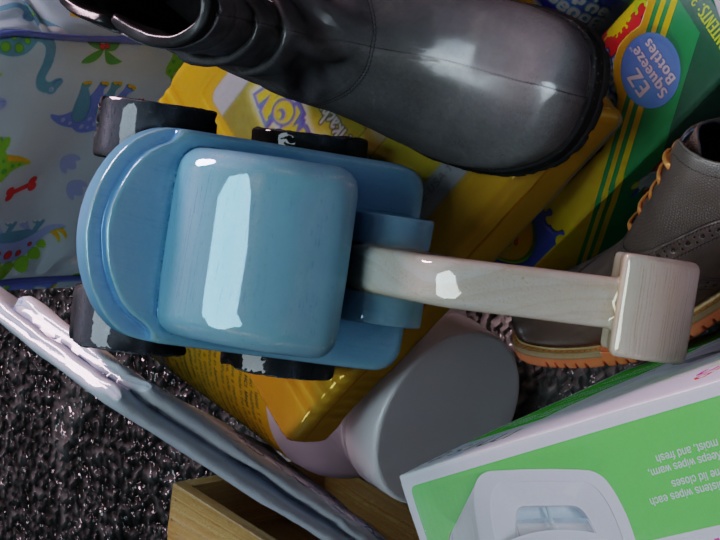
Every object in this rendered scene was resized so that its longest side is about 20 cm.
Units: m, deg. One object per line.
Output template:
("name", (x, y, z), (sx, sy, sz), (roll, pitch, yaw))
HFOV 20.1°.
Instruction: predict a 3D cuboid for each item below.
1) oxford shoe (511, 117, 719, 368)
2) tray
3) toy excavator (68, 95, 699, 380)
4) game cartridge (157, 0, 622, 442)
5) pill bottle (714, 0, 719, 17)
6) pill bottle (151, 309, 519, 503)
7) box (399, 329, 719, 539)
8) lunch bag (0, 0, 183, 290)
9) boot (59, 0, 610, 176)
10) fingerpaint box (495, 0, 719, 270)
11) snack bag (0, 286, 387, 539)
("oxford shoe", (0.132, -0.021, 0.786), (0.200, 0.071, 0.073), (-26, 105, 34))
("tray", (0.008, 0.143, 0.940), (0.200, 0.099, 0.037), (26, 113, 45))
("toy excavator", (0.000, 0.000, 0.749), (0.200, 0.194, 0.100), (-163, 82, -70))
("game cartridge", (-0.006, -0.057, 0.855), (0.200, 0.032, 0.176), (-48, 58, 25))
("pill bottle", (0.211, -0.116, 0.602), (0.200, 0.116, 0.116), (-16, 80, 32))
("pill bottle", (-0.022, 0.028, 0.958), (0.200, 0.112, 0.113), (32, 116, 43))
("box", (0.148, 0.070, 0.707), (0.200, 0.176, 0.097), (-22, 87, 48))
("lunch bag", (-0.147, -0.067, 1.027), (0.082, 0.200, 0.161), (44, 125, 38))
("boot", (-0.017, -0.085, 0.762), (0.200, 0.132, 0.070), (14, 94, 41))
("fingerpaint box", (0.084, -0.115, 0.855), (0.167, 0.073, 0.200), (-47, 59, 40))
("snack bag", (-0.097, 0.055, 0.913), (0.200, 0.189, 0.021), (29, 83, 46))
